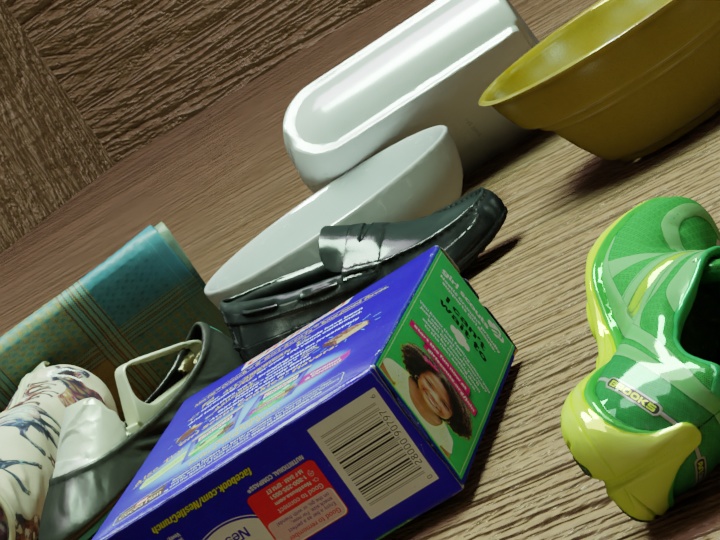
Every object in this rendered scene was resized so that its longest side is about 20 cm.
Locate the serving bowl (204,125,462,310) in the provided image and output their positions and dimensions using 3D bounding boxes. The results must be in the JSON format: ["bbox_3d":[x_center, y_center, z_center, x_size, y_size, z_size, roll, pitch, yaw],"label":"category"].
[{"bbox_3d":[-0.008,-0.017,1.755,0.200,0.066,0.200,-33,8,5],"label":"serving bowl"}]

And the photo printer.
[{"bbox_3d":[0.044,-0.117,1.890,0.200,0.070,0.166,-32,-25,8],"label":"photo printer"}]

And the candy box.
[{"bbox_3d":[-0.023,0.082,1.236,0.169,0.077,0.200,-33,10,18],"label":"candy box"}]

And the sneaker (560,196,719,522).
[{"bbox_3d":[0.131,0.026,0.999,0.083,0.074,0.200,-33,18,23],"label":"sneaker"}]

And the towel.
[{"bbox_3d":[-0.192,0.063,1.834,0.200,0.147,0.022,-35,49,-4],"label":"towel"}]

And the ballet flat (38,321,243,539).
[{"bbox_3d":[-0.147,0.100,1.630,0.068,0.068,0.200,-23,14,49],"label":"ballet flat"}]

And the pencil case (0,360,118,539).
[{"bbox_3d":[-0.230,0.129,1.712,0.078,0.090,0.200,-30,9,25],"label":"pencil case"}]

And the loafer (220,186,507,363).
[{"bbox_3d":[0.000,0.000,1.618,0.200,0.070,0.068,-31,9,20],"label":"loafer"}]

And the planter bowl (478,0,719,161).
[{"bbox_3d":[0.178,-0.125,1.597,0.200,0.084,0.200,-33,8,5],"label":"planter bowl"}]
